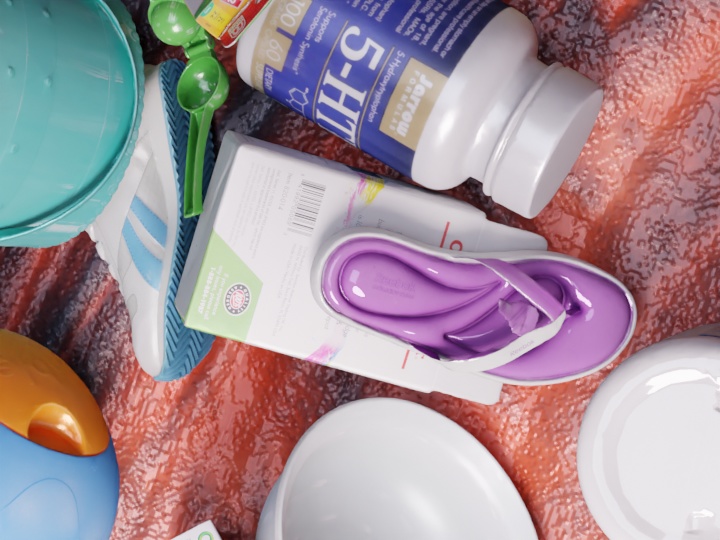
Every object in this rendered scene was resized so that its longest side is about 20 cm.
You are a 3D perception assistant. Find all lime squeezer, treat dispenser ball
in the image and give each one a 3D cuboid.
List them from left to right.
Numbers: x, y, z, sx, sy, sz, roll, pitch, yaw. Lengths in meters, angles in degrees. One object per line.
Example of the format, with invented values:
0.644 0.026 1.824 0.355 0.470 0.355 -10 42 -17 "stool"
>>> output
-0.249 0.132 1.468 0.200 0.201 0.201 0 91 15 "treat dispenser ball"
-0.118 -0.133 1.455 0.038 0.071 0.200 -16 92 50 "lime squeezer"

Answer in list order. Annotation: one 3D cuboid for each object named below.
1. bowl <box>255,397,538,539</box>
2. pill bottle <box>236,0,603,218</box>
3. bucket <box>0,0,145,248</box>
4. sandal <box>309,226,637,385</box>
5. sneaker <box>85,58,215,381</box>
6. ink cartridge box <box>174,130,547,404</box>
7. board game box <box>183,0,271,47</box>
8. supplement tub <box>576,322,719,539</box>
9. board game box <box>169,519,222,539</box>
0.009 0.185 1.428 0.090 0.201 0.201 -32 82 47 "bowl"
0.038 -0.118 1.427 0.200 0.120 0.120 30 99 13 "pill bottle"
-0.237 -0.109 1.458 0.207 0.135 0.208 -8 78 43 "bucket"
0.069 0.026 1.402 0.202 0.050 0.083 9 98 -14 "sandal"
-0.135 -0.029 1.505 0.081 0.076 0.200 -7 84 25 "sneaker"
0.000 0.000 1.445 0.200 0.067 0.117 17 96 -13 "ink cartridge box"
-0.083 -0.214 1.439 0.096 0.030 0.200 -47 38 11 "board game box"
0.200 0.097 1.347 0.132 0.200 0.132 0 91 16 "supplement tub"
-0.075 0.215 1.426 0.035 0.200 0.126 -27 85 -7 "board game box"
